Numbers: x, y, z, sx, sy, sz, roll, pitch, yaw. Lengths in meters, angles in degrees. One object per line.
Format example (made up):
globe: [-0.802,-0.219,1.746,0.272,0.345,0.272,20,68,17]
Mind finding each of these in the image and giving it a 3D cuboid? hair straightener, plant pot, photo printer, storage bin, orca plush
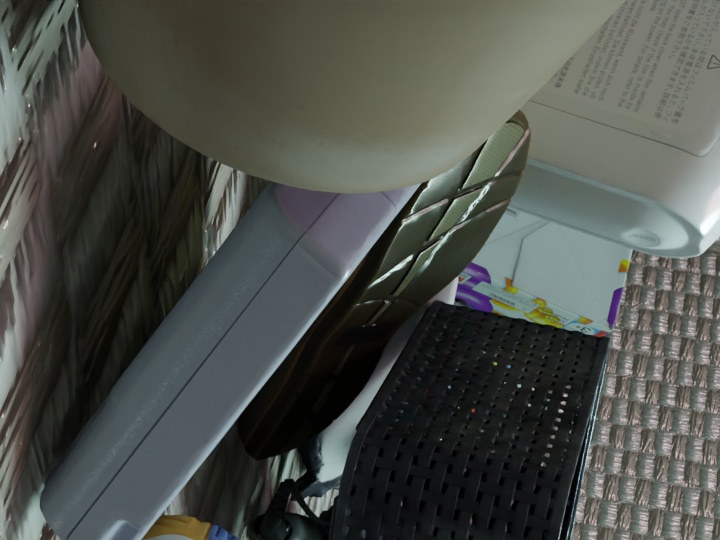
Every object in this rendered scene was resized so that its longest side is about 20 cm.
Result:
hair straightener: [-0.012,0.140,0.877,0.200,0.077,0.041,73,12,-69]
plant pot: [0.008,-0.119,0.372,0.174,0.199,0.200,114,-6,-45]
photo printer: [0.114,-0.102,0.796,0.070,0.199,0.167,75,37,-63]
storage bin: [0.050,0.111,0.734,0.200,0.093,0.136,-54,154,-67]
orca plush: [-0.002,0.031,0.856,0.200,0.105,0.071,96,-28,-46]

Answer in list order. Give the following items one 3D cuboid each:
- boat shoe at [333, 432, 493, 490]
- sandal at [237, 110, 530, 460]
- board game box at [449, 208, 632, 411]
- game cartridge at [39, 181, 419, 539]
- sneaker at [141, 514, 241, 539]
boat shoe: [0.029,0.115,0.954,0.072,0.072,0.200,-62,-166,-6]
sandal: [0.000,0.000,0.720,0.082,0.055,0.200,-4,134,-56]
board game box: [0.071,0.002,0.946,0.200,0.103,0.105,136,-26,-63]
game cartridge: [-0.027,0.005,0.518,0.133,0.040,0.200,-48,-179,15]
sneaker: [-0.019,0.168,0.527,0.075,0.200,0.088,-35,-154,46]
